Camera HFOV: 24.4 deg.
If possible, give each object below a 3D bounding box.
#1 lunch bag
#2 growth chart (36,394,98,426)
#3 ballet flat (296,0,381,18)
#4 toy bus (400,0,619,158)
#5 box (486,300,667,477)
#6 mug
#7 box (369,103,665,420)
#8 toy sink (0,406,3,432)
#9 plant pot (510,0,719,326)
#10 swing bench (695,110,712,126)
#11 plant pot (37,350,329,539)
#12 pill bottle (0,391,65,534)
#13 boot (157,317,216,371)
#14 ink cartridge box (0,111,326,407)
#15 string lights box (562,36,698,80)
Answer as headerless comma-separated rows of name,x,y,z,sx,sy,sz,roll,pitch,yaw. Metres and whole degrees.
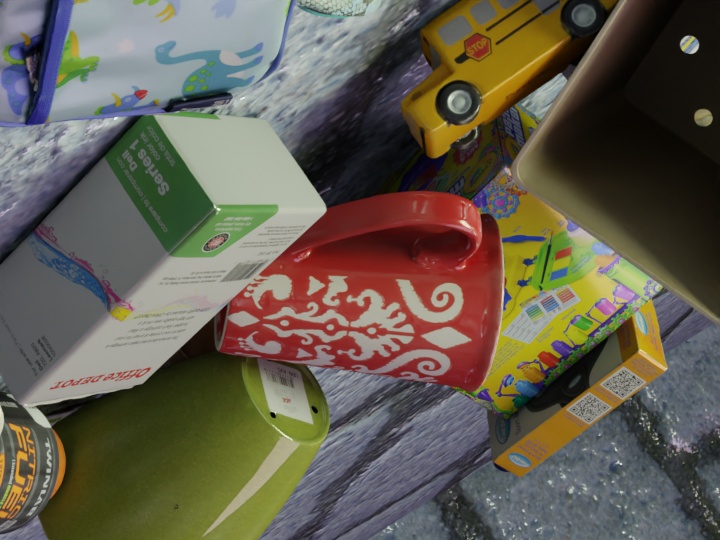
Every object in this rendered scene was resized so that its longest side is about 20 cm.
lunch bag,-0.097,-0.150,0.688,0.160,0.083,0.201,-9,144,-30
growth chart,-0.278,0.140,1.379,0.145,0.018,0.200,-41,165,16
ballet flat,-0.034,-0.171,0.862,0.074,0.074,0.199,-44,165,29
toy bus,0.112,-0.166,1.181,0.199,0.079,0.065,-35,167,-4
box,0.173,0.090,1.448,0.041,0.120,0.200,33,123,-28
mug,-0.002,-0.004,1.235,0.198,0.134,0.179,5,119,-10
box,0.115,-0.012,1.398,0.192,0.123,0.200,32,121,-27
toy sink,-0.267,0.031,0.703,0.112,0.201,0.130,-17,158,-51
plant pot,0.259,-0.118,1.211,0.201,0.199,0.177,-58,175,31
swing bench,0.394,-0.205,1.602,0.198,0.130,0.200,-18,158,-50
plant pot,-0.125,0.145,1.310,0.200,0.188,0.187,-39,166,29
pill bottle,-0.282,0.136,1.185,0.106,0.107,0.200,-37,166,8
boot,-0.076,0.032,1.420,0.199,0.077,0.155,-6,144,-49
ink cartridge box,-0.142,-0.008,1.092,0.200,0.084,0.145,-42,164,22
string lights box,0.239,-0.215,1.353,0.199,0.059,0.103,-20,158,-47
